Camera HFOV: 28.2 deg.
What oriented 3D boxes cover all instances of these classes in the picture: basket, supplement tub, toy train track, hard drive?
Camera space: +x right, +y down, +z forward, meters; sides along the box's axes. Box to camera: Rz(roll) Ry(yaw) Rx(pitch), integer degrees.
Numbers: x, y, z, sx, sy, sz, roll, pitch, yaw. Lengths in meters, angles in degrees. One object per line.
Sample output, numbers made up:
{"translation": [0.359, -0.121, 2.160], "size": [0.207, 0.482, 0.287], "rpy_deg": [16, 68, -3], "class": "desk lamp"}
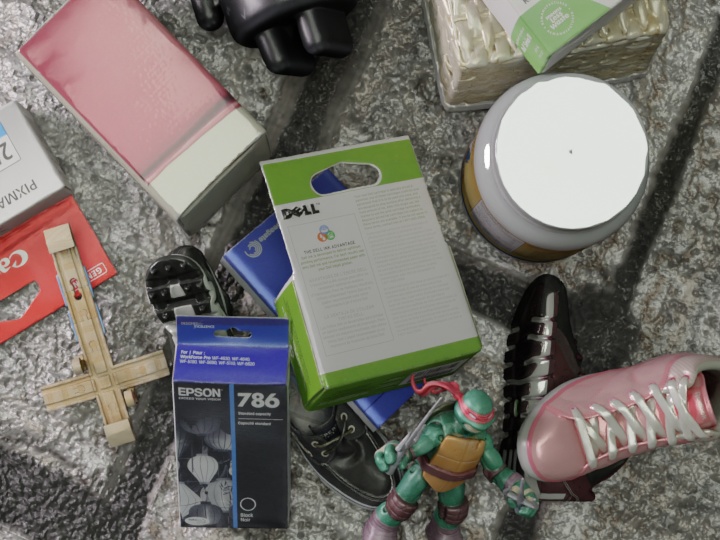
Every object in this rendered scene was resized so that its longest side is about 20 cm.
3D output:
{"translation": [0.153, -0.263, 1.247], "size": [0.196, 0.161, 0.202], "rpy_deg": [-10, 84, -1], "class": "basket"}
{"translation": [0.162, -0.085, 1.209], "size": [0.143, 0.200, 0.146], "rpy_deg": [0, 85, -2], "class": "supplement tub"}
{"translation": [-0.239, 0.058, 1.262], "size": [0.114, 0.033, 0.202], "rpy_deg": [-17, 94, -3], "class": "toy train track"}
{"translation": [-0.010, 0.024, 1.266], "size": [0.132, 0.025, 0.200], "rpy_deg": [-41, 87, -25], "class": "hard drive"}

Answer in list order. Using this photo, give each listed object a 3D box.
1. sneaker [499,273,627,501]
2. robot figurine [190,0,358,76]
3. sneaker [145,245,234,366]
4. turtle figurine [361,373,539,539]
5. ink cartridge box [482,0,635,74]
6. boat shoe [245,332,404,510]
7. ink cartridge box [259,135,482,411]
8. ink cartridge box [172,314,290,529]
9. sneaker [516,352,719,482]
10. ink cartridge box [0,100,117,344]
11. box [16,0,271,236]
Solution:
{"translation": [0.189, 0.110, 1.269], "size": [0.114, 0.076, 0.202], "rpy_deg": [9, 85, -15], "class": "sneaker"}
{"translation": [-0.075, -0.274, 1.261], "size": [0.149, 0.125, 0.202], "rpy_deg": [-18, 86, -15], "class": "robot figurine"}
{"translation": [-0.135, 0.066, 1.261], "size": [0.066, 0.091, 0.202], "rpy_deg": [-10, 111, 8], "class": "sneaker"}
{"translation": [0.076, 0.166, 1.194], "size": [0.148, 0.101, 0.201], "rpy_deg": [16, 129, -8], "class": "turtle figurine"}
{"translation": [0.129, -0.274, 1.133], "size": [0.117, 0.067, 0.201], "rpy_deg": [-37, 85, -2], "class": "ink cartridge box"}
{"translation": [-0.033, 0.129, 1.257], "size": [0.070, 0.066, 0.201], "rpy_deg": [-36, 86, -3], "class": "boat shoe"}
{"translation": [0.000, 0.000, 1.223], "size": [0.146, 0.076, 0.202], "rpy_deg": [-12, 74, -20], "class": "ink cartridge box"}
{"translation": [-0.108, 0.132, 1.218], "size": [0.098, 0.039, 0.202], "rpy_deg": [1, 120, 1], "class": "ink cartridge box"}
{"translation": [0.231, 0.118, 1.193], "size": [0.199, 0.104, 0.076], "rpy_deg": [-20, 95, -23], "class": "sneaker"}
{"translation": [-0.345, -0.025, 1.279], "size": [0.199, 0.045, 0.177], "rpy_deg": [-31, 85, -3], "class": "ink cartridge box"}
{"translation": [-0.183, -0.143, 1.248], "size": [0.109, 0.128, 0.200], "rpy_deg": [-45, 88, -5], "class": "box"}
